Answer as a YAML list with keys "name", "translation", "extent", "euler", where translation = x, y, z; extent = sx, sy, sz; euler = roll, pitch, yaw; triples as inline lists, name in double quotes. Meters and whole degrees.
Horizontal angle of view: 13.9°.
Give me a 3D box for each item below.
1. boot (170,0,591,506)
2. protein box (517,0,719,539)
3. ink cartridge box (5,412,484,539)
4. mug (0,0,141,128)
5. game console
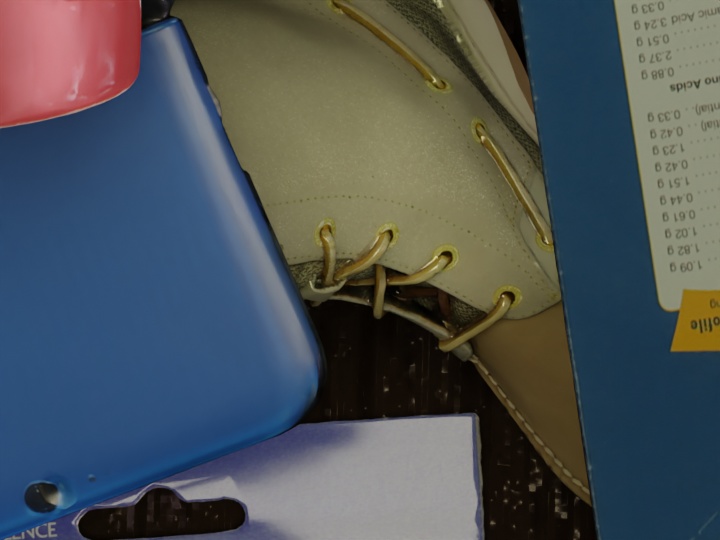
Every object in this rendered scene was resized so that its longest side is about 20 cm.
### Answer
- name: "boot"
  translation: [0.000, 0.000, 0.818]
  extent: [0.155, 0.072, 0.200]
  euler: [-24, 79, -42]
- name: "protein box"
  translation: [0.156, -0.026, 0.733]
  extent: [0.198, 0.135, 0.200]
  euler: [-10, 86, 19]
- name: "ink cartridge box"
  translation: [-0.054, 0.148, 0.862]
  extent: [0.197, 0.047, 0.200]
  euler: [-4, 89, 1]
- name: "mug"
  translation: [-0.093, -0.131, 0.602]
  extent: [0.133, 0.177, 0.200]
  euler: [-10, 108, -31]
- name: "game console"
  translation: [-0.118, -0.025, 0.770]
  extent: [0.200, 0.171, 0.118]
  euler: [-21, 128, 16]
